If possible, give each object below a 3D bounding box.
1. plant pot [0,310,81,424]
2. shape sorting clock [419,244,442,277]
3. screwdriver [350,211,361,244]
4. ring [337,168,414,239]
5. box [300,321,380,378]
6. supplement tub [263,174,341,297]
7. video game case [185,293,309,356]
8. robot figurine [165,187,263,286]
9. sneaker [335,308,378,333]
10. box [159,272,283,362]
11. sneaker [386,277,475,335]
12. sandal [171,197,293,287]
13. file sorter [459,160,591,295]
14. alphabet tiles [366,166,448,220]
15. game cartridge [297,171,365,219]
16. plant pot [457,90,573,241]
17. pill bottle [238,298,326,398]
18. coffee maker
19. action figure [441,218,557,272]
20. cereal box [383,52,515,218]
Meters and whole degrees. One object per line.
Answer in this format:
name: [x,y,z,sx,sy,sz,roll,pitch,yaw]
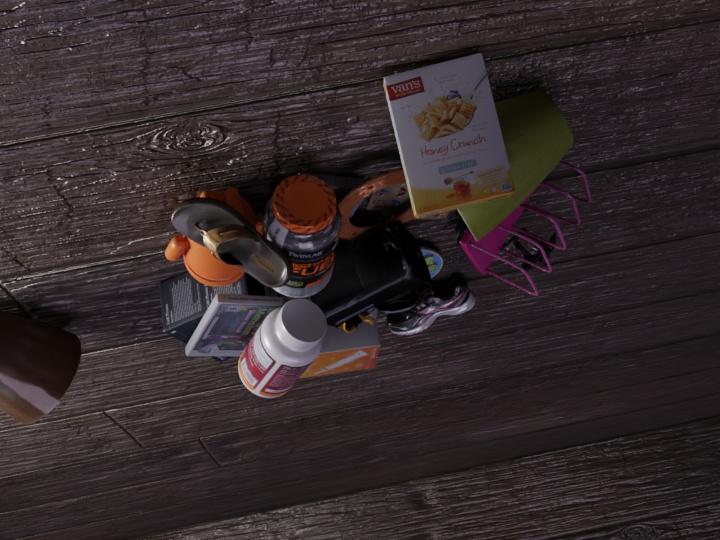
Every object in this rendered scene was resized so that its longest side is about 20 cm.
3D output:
plant pot: [-0.649,0.152,1.400,0.186,0.188,0.200,-26,135,23]
shape sorting clock: [0.069,0.005,1.546,0.198,0.040,0.201,-9,151,-5]
screwdriver: [-0.013,-0.043,1.432,0.028,0.029,0.201,-11,149,-8]
ring: [0.038,-0.114,1.296,0.199,0.019,0.201,-19,157,-8]
box: [-0.066,0.162,1.708,0.198,0.098,0.125,-7,151,-11]
supplement tub: [-0.095,-0.053,1.226,0.121,0.123,0.201,-6,151,-11]
video game case: [-0.207,0.105,1.414,0.180,0.024,0.200,3,145,-29]
robot figurine: [-0.232,-0.050,1.251,0.116,0.144,0.200,35,147,8]
sneaker: [-0.048,0.087,1.579,0.199,0.083,0.078,-15,152,39]
box: [-0.249,0.073,1.471,0.181,0.105,0.200,-22,150,13]
sneaker: [0.143,0.065,1.664,0.199,0.081,0.087,-25,138,6]
sandal: [-0.189,-0.035,1.135,0.200,0.055,0.082,39,115,-11]
file sorter: [0.281,-0.080,1.280,0.201,0.125,0.139,-58,150,-7]
alphabet tiles: [0.115,-0.139,1.345,0.198,0.006,0.167,-3,149,-17]
game cartridge: [-0.083,-0.095,1.317,0.129,0.039,0.200,7,145,-24]
plant pot: [0.212,-0.176,1.163,0.199,0.188,0.187,-32,148,9]
pill bottle: [-0.135,0.136,1.360,0.112,0.114,0.200,4,146,-28]
coffee maker: [0.000,0.000,1.365,0.199,0.135,0.192,-26,137,16]
action figure: [0.254,-0.072,1.428,0.198,0.103,0.119,22,153,-6]
cereal box: [0.122,-0.186,1.068,0.142,0.202,0.040,-14,176,1]
